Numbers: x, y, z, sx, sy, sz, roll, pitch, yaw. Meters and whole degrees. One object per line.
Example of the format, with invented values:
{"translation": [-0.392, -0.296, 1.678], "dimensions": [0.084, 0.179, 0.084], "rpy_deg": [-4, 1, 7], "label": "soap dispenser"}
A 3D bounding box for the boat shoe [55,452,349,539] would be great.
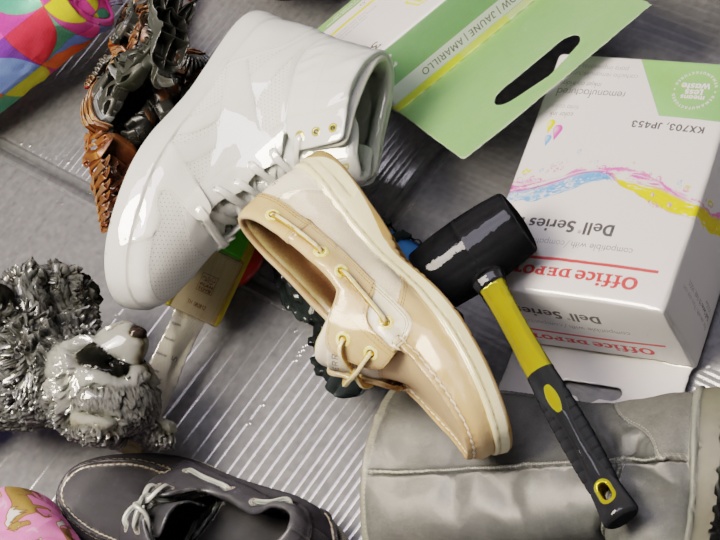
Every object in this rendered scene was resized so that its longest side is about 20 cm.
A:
{"translation": [-0.099, 0.134, 1.164], "dimensions": [0.199, 0.063, 0.073], "rpy_deg": [11, 67, 32], "label": "boat shoe"}

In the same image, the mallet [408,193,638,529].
{"translation": [0.081, 0.052, 1.069], "dimensions": [0.066, 0.041, 0.201], "rpy_deg": [-27, 56, 13], "label": "mallet"}

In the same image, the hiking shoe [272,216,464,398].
{"translation": [0.000, 0.000, 1.216], "dimensions": [0.086, 0.075, 0.201], "rpy_deg": [-6, 42, -15], "label": "hiking shoe"}

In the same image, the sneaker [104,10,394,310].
{"translation": [-0.056, -0.056, 1.173], "dimensions": [0.115, 0.074, 0.201], "rpy_deg": [17, 68, 31], "label": "sneaker"}

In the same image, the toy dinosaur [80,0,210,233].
{"translation": [-0.134, -0.109, 1.340], "dimensions": [0.135, 0.102, 0.201], "rpy_deg": [-26, 61, 39], "label": "toy dinosaur"}

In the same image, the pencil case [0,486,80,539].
{"translation": [-0.164, 0.208, 1.134], "dimensions": [0.087, 0.083, 0.200], "rpy_deg": [-46, 51, 8], "label": "pencil case"}

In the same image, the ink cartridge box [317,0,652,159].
{"translation": [0.067, -0.151, 1.240], "dimensions": [0.145, 0.048, 0.200], "rpy_deg": [-40, 25, -4], "label": "ink cartridge box"}

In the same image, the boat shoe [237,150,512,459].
{"translation": [0.004, 0.028, 1.090], "dimensions": [0.069, 0.074, 0.200], "rpy_deg": [-29, 61, -15], "label": "boat shoe"}

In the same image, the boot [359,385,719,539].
{"translation": [0.091, 0.134, 1.070], "dimensions": [0.198, 0.073, 0.183], "rpy_deg": [-2, 51, 19], "label": "boot"}

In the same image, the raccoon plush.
{"translation": [-0.182, 0.090, 1.217], "dimensions": [0.096, 0.200, 0.134], "rpy_deg": [-12, 56, -38], "label": "raccoon plush"}

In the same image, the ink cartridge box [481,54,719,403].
{"translation": [0.141, -0.018, 1.147], "dimensions": [0.116, 0.067, 0.201], "rpy_deg": [6, 62, 29], "label": "ink cartridge box"}

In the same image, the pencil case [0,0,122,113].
{"translation": [-0.255, -0.147, 1.390], "dimensions": [0.199, 0.088, 0.089], "rpy_deg": [-34, 49, 17], "label": "pencil case"}

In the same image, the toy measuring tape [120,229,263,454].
{"translation": [-0.109, 0.014, 1.257], "dimensions": [0.073, 0.073, 0.201], "rpy_deg": [24, 88, 35], "label": "toy measuring tape"}
